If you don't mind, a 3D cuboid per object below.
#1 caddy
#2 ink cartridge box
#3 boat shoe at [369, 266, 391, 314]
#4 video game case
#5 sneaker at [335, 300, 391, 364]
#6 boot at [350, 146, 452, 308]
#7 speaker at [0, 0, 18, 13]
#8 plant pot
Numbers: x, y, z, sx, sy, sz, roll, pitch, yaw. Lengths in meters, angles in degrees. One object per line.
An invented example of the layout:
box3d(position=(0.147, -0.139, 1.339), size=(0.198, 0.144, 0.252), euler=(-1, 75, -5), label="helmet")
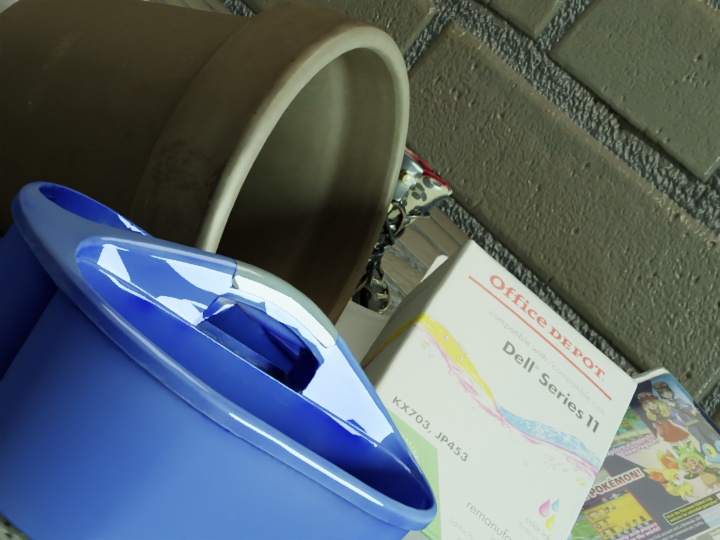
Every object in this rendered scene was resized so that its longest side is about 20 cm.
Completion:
box3d(position=(-0.057, 0.046, 0.576), size=(0.200, 0.105, 0.142), euler=(36, 9, -37), label="caddy")
box3d(position=(0.056, 0.069, 0.766), size=(0.117, 0.067, 0.200), euler=(40, 46, -6), label="ink cartridge box")
box3d(position=(-0.012, 0.023, 1.097), size=(0.200, 0.073, 0.075), euler=(39, 7, -19), label="boat shoe")
box3d(position=(0.134, 0.143, 0.807), size=(0.199, 0.023, 0.183), euler=(-16, 51, -30), label="video game case")
box3d(position=(-0.005, 0.074, 0.886), size=(0.198, 0.112, 0.073), euler=(12, 47, 0), label="sneaker")
box3d(position=(0.000, 0.000, 0.985), size=(0.200, 0.151, 0.073), euler=(45, 8, 23), label="boot")
box3d(position=(-0.147, -0.094, 0.893), size=(0.200, 0.081, 0.081), euler=(37, 8, -30), label="speaker")
box3d(position=(-0.097, -0.049, 0.753), size=(0.174, 0.202, 0.200), euler=(24, 2, 18), label="plant pot")
